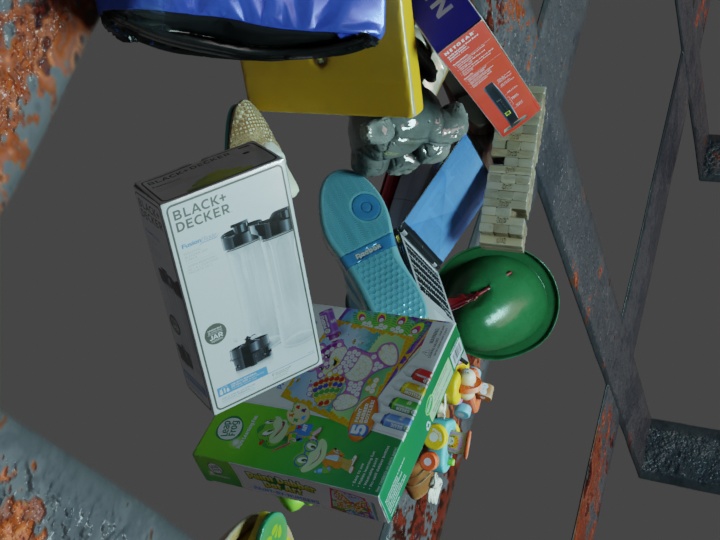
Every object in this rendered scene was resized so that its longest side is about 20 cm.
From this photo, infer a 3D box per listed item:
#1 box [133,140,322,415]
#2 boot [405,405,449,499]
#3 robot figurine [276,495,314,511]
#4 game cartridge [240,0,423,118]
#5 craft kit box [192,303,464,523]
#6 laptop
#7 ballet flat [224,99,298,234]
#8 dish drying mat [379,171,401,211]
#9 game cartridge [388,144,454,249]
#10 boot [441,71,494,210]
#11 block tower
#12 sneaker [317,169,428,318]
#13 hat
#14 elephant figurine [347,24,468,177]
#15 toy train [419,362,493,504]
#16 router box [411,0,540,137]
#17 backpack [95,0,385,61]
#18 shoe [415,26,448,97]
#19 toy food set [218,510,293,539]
[{"bbox_3d":[-0.109,0.006,0.878,0.115,0.060,0.203,-22,120,-25],"label":"box"},{"bbox_3d":[0.058,0.243,1.310,0.200,0.073,0.156,-47,147,-35],"label":"boot"},{"bbox_3d":[-0.014,0.156,1.064,0.199,0.175,0.116,-39,90,-35],"label":"robot figurine"},{"bbox_3d":[-0.035,-0.235,0.895,0.032,0.174,0.203,-42,133,-51],"label":"game cartridge"},{"bbox_3d":[-0.027,0.122,0.970,0.201,0.195,0.049,-62,143,-37],"label":"craft kit box"},{"bbox_3d":[0.120,-0.018,1.192,0.187,0.115,0.202,37,33,-67],"label":"laptop"},{"bbox_3d":[-0.086,-0.055,0.957,0.070,0.064,0.203,-27,119,-60],"label":"ballet flat"},{"bbox_3d":[0.050,-0.119,1.266,0.077,0.018,0.202,58,44,-57],"label":"dish drying mat"},{"bbox_3d":[0.079,-0.085,1.282,0.134,0.040,0.201,74,31,-46],"label":"game cartridge"},{"bbox_3d":[0.133,-0.200,1.363,0.201,0.063,0.189,79,-2,-61],"label":"boot"},{"bbox_3d":[0.183,-0.127,1.235,0.054,0.057,0.203,43,55,-73],"label":"block tower"},{"bbox_3d":[0.000,0.000,1.127,0.131,0.079,0.202,116,-45,-69],"label":"sneaker"},{"bbox_3d":[0.150,0.073,1.321,0.176,0.197,0.168,-56,129,-66],"label":"hat"},{"bbox_3d":[0.021,-0.210,1.087,0.140,0.155,0.203,-10,78,-21],"label":"elephant figurine"},{"bbox_3d":[0.129,0.187,1.294,0.151,0.055,0.202,73,30,-46],"label":"toy train"},{"bbox_3d":[0.077,-0.243,0.974,0.201,0.049,0.179,61,13,27],"label":"router box"},{"bbox_3d":[-0.096,-0.238,0.761,0.162,0.197,0.171,-166,-105,-74],"label":"backpack"},{"bbox_3d":[0.070,-0.245,1.218,0.053,0.069,0.203,38,64,-69],"label":"shoe"},{"bbox_3d":[-0.109,0.339,1.017,0.202,0.048,0.199,-67,149,-30],"label":"toy food set"}]
